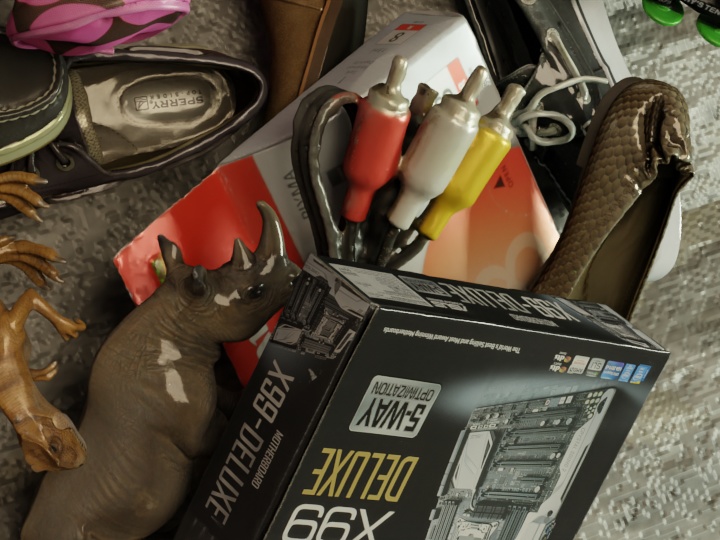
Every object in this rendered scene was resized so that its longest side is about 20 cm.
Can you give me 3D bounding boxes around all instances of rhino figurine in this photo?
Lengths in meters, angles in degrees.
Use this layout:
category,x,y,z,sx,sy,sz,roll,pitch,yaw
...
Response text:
category,x,y,z,sx,sy,sz,roll,pitch,yaw
rhino figurine,-0.081,0.060,1.269,0.087,0.060,0.200,19,104,-27

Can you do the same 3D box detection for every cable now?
category,x,y,z,sx,sy,sz,roll,pitch,yaw
cable,0.002,-0.002,1.294,0.097,0.050,0.200,12,99,-32

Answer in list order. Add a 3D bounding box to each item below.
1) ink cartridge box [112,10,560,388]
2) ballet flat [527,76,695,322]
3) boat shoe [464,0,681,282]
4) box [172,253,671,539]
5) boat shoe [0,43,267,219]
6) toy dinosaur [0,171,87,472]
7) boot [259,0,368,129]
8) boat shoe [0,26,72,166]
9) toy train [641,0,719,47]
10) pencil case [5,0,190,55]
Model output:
category,x,y,z,sx,sy,sz,roll,pitch,yaw
ink cartridge box,0.000,0.000,1.337,0.200,0.050,0.162,-43,122,-31
ballet flat,0.113,0.008,1.368,0.067,0.046,0.200,4,109,-51
boat shoe,0.093,-0.085,1.418,0.068,0.074,0.199,-14,86,-33
box,0.026,0.082,1.284,0.200,0.050,0.158,10,111,-47
boat shoe,-0.134,-0.065,1.302,0.200,0.065,0.072,-13,89,-28
toy dinosaur,-0.180,0.001,1.237,0.200,0.060,0.106,38,50,12
boot,-0.032,-0.139,1.384,0.075,0.074,0.200,9,79,5
boat shoe,-0.220,-0.084,1.230,0.201,0.066,0.072,2,60,-8
toy train,0.107,-0.165,1.401,0.200,0.042,0.056,22,48,-12
pencil case,-0.133,-0.185,1.235,0.091,0.094,0.200,-11,80,-26
